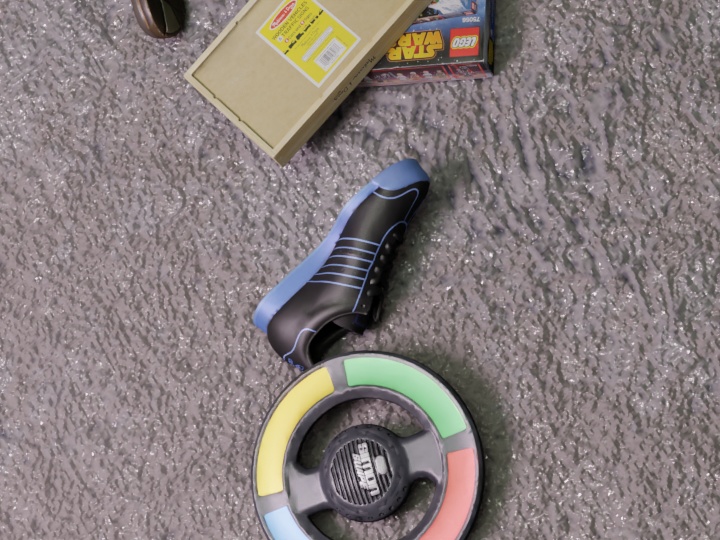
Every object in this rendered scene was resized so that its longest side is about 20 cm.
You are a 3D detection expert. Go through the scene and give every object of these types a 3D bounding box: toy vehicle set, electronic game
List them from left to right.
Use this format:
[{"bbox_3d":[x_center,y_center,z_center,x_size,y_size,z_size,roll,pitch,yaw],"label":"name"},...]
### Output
[{"bbox_3d":[-0.046,-0.204,1.682,0.200,0.027,0.124,-47,65,1],"label":"toy vehicle set"},{"bbox_3d":[0.005,0.166,1.575,0.198,0.042,0.203,-3,79,15],"label":"electronic game"}]

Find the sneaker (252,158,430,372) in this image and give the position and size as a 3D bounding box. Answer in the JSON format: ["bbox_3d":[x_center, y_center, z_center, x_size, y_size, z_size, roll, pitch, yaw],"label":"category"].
[{"bbox_3d":[0.000,0.000,1.628,0.078,0.070,0.200,44,97,22],"label":"sneaker"}]

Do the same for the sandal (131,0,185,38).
[{"bbox_3d":[-0.212,-0.303,1.796,0.054,0.081,0.202,-23,73,33],"label":"sandal"}]

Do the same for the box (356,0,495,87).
[{"bbox_3d":[0.022,-0.234,1.705,0.198,0.040,0.139,-2,72,18],"label":"box"}]
